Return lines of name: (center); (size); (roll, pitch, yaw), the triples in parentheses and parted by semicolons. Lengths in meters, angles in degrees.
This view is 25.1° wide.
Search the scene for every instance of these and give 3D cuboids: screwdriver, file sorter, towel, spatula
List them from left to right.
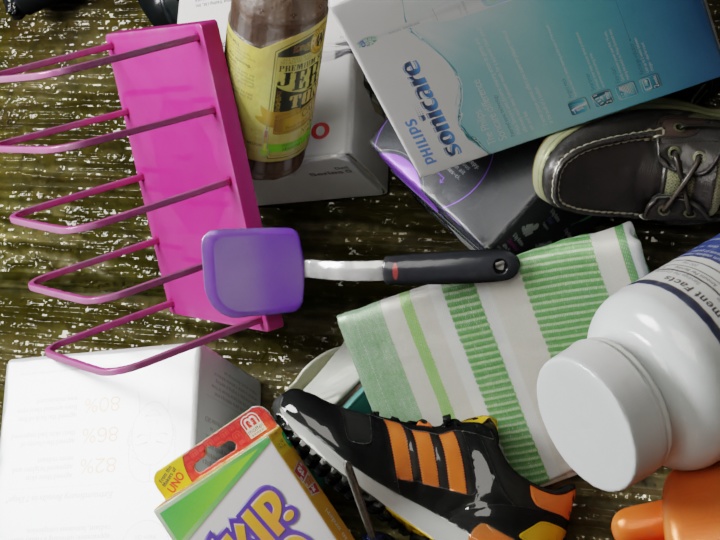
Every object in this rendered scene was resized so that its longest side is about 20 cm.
file sorter: (-0.156, -0.047, 1.054); (0.138, 0.124, 0.202); (7, 113, 56)
spatula: (0.000, 0.000, 1.006); (0.197, 0.021, 0.057); (-1, 99, 10)
screwdriver: (0.004, 0.158, 0.979); (0.028, 0.200, 0.029); (11, 68, 14)
towel: (0.103, 0.067, 1.027); (0.198, 0.023, 0.154); (-19, 101, 16)

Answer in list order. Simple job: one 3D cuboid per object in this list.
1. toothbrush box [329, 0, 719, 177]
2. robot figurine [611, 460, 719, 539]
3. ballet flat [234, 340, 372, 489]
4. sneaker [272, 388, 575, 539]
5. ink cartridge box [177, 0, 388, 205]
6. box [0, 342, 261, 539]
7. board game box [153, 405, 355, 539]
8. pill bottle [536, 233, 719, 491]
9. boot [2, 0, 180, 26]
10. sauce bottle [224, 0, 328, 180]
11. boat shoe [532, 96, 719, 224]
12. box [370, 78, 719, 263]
toothbrush box: (0.096, -0.159, 0.949); (0.198, 0.147, 0.086); (-19, 44, 15)
robot figurine: (0.247, 0.160, 0.925); (0.198, 0.144, 0.118); (-13, 107, 17)
ballet flat: (-0.039, 0.108, 1.075); (0.069, 0.070, 0.200); (36, 69, 28)
sneaker: (0.041, 0.118, 1.012); (0.199, 0.070, 0.090); (34, 77, 3)
ink cartridge box: (-0.055, -0.154, 1.172); (0.144, 0.084, 0.202); (-4, 71, 21)
box: (-0.157, 0.164, 1.092); (0.150, 0.106, 0.202); (-5, 70, 19)
board game box: (-0.043, 0.189, 0.988); (0.095, 0.030, 0.201); (-34, 88, 19)
pill bottle: (0.202, 0.046, 0.936); (0.199, 0.112, 0.111); (-27, 59, -27)
boot: (-0.209, -0.242, 1.272); (0.161, 0.073, 0.200); (-19, 59, 13)
sauce bottle: (-0.054, -0.149, 1.016); (0.064, 0.201, 0.065); (5, 45, -5)
boat shoe: (0.204, -0.064, 0.992); (0.198, 0.074, 0.065); (-8, 30, -16)
box: (0.124, -0.104, 1.069); (0.200, 0.106, 0.122); (-47, 62, 1)
